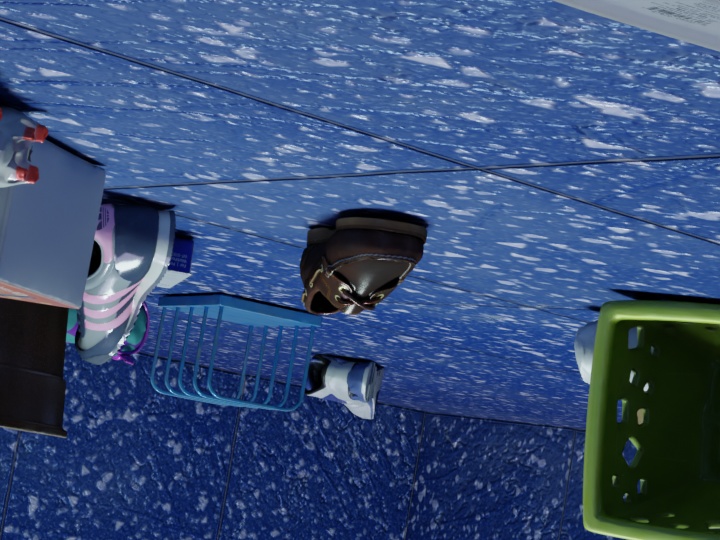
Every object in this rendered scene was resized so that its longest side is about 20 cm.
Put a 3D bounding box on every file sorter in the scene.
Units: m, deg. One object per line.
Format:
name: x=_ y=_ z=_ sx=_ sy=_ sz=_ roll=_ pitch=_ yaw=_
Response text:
file sorter: x=-0.159 y=0.102 z=2.350 sx=0.138 sy=0.124 sz=0.200 roll=12 pitch=173 yaw=-27

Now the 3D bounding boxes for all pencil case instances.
pencil case: x=-0.374 y=0.063 z=2.466 sx=0.199 sy=0.093 sz=0.085 roll=5 pitch=172 yaw=27

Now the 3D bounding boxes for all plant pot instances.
plant pot: x=-0.336 y=0.031 z=1.658 sx=0.198 sy=0.200 sz=0.200 roll=9 pitch=174 yaw=1
plant pot: x=0.319 y=0.132 z=1.622 sx=0.199 sy=0.201 sz=0.181 roll=5 pitch=179 yaw=34

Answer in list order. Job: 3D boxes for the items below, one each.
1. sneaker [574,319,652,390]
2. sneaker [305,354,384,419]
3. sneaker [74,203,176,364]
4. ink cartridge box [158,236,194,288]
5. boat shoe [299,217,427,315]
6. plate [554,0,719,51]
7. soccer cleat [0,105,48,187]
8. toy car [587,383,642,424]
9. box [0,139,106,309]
sneaker: x=0.286 y=0.080 z=1.783 sx=0.199 sy=0.077 sz=0.080 roll=9 pitch=164 yaw=-35
sneaker: x=-0.029 y=0.175 z=3.032 sx=0.114 sy=0.081 sz=0.200 roll=12 pitch=167 yaw=10
sneaker: x=-0.221 y=0.007 z=1.607 sx=0.081 sy=0.071 sz=0.200 roll=11 pitch=139 yaw=-21
ink cartridge box: x=-0.212 y=-0.014 z=1.790 sx=0.099 sy=0.040 sz=0.200 roll=11 pitch=175 yaw=-12
boat shoe: x=0.000 y=0.000 z=1.467 sx=0.070 sy=0.071 sz=0.200 roll=12 pitch=172 yaw=-13
plate: x=0.132 y=-0.098 z=0.586 sx=0.198 sy=0.033 sz=0.200 roll=12 pitch=174 yaw=-24
soccer cleat: x=-0.246 y=-0.083 z=1.133 sx=0.077 sy=0.070 sz=0.200 roll=12 pitch=177 yaw=6
toy car: x=0.327 y=0.153 z=2.031 sx=0.199 sy=0.159 sz=0.164 roll=21 pitch=173 yaw=10
box: x=-0.304 y=-0.046 z=1.346 sx=0.198 sy=0.107 sz=0.152 roll=8 pitch=173 yaw=16
